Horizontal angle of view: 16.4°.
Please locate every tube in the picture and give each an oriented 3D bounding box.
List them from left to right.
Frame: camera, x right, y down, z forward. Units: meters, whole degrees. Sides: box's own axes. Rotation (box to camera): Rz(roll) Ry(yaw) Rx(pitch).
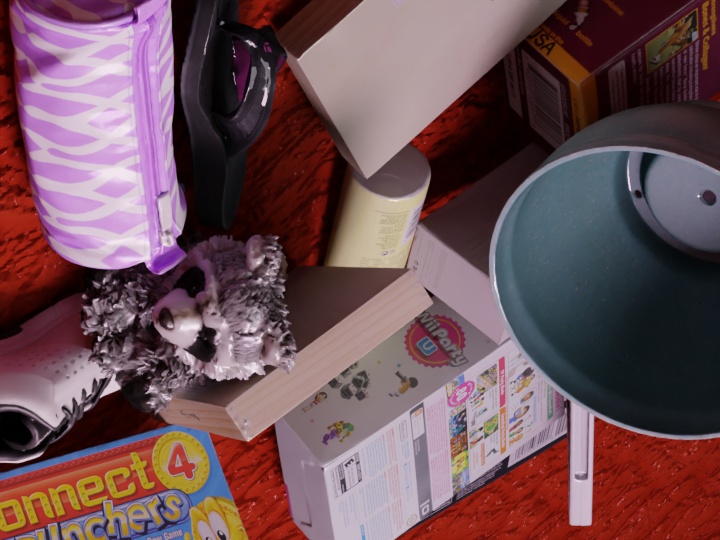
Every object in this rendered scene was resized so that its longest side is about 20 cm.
[{"bbox_3d":[0.000,0.000,1.555,0.058,0.052,0.200,6,140,-6],"label":"tube"}]

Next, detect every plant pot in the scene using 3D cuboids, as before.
[{"bbox_3d":[0.192,-0.019,1.479,0.134,0.200,0.201,-53,165,-49],"label":"plant pot"}]

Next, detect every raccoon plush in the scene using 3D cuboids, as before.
[{"bbox_3d":[-0.063,0.002,1.380,0.200,0.134,0.097,-45,117,-51],"label":"raccoon plush"}]

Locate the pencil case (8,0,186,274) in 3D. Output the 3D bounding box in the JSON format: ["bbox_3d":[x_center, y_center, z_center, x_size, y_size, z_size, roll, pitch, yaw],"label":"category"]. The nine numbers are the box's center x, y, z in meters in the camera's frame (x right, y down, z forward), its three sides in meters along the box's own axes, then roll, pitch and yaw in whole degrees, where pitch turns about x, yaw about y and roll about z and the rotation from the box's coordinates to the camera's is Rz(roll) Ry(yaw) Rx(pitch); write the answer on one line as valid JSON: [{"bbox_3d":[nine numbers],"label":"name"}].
[{"bbox_3d":[-0.128,-0.082,1.247,0.084,0.085,0.200,-34,148,-23],"label":"pencil case"}]

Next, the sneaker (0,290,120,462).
[{"bbox_3d":[-0.176,0.069,1.379,0.200,0.080,0.074,-18,139,-42],"label":"sneaker"}]

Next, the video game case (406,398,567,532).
[{"bbox_3d":[0.096,0.093,1.807,0.200,0.026,0.181,-27,146,-28],"label":"video game case"}]

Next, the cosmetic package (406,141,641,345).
[{"bbox_3d":[0.125,-0.036,1.595,0.200,0.082,0.051,-34,151,-37],"label":"cosmetic package"}]

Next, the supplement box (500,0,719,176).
[{"bbox_3d":[0.186,-0.161,1.548,0.200,0.086,0.111,-36,149,-15],"label":"supplement box"}]

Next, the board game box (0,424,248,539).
[{"bbox_3d":[-0.150,0.205,1.441,0.199,0.196,0.056,-15,168,-35],"label":"board game box"}]

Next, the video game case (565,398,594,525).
[{"bbox_3d":[0.148,0.057,1.690,0.017,0.143,0.200,0,137,4],"label":"video game case"}]

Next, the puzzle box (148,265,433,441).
[{"bbox_3d":[-0.049,0.044,1.436,0.133,0.025,0.200,-37,-168,-15],"label":"puzzle box"}]

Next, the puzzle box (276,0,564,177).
[{"bbox_3d":[0.050,-0.157,1.421,0.200,0.025,0.133,-42,147,-7],"label":"puzzle box"}]

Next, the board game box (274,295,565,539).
[{"bbox_3d":[0.043,0.093,1.651,0.200,0.064,0.148,-33,150,-18],"label":"board game box"}]

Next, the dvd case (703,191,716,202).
[{"bbox_3d":[0.236,-0.016,1.598,0.016,0.149,0.200,32,103,-25],"label":"dvd case"}]

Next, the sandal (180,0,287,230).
[{"bbox_3d":[-0.063,-0.094,1.325,0.201,0.048,0.076,89,12,-58],"label":"sandal"}]
